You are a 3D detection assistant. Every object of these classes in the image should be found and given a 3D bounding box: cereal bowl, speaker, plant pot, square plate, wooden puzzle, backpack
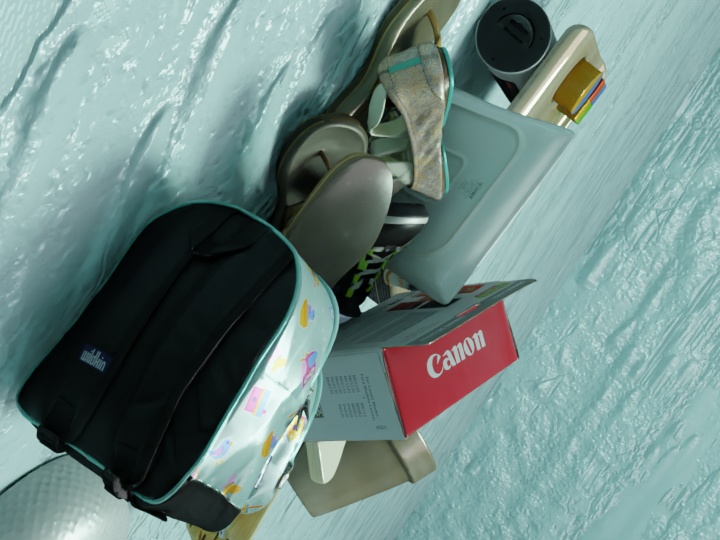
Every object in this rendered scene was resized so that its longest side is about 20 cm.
[{"bbox_3d":[-0.267,0.258,0.850,0.200,0.083,0.200,-49,164,-19],"label":"cereal bowl"},{"bbox_3d":[0.182,-0.232,1.106,0.082,0.081,0.200,-55,164,7],"label":"speaker"},{"bbox_3d":[-0.024,0.228,1.332,0.173,0.201,0.200,-33,161,-7],"label":"plant pot"},{"bbox_3d":[0.077,-0.087,0.970,0.201,0.198,0.028,-52,131,-4],"label":"square plate"},{"bbox_3d":[0.209,-0.164,1.102,0.186,0.046,0.200,-53,164,12],"label":"wooden puzzle"},{"bbox_3d":[-0.109,0.060,0.702,0.153,0.175,0.201,38,77,-54],"label":"backpack"}]

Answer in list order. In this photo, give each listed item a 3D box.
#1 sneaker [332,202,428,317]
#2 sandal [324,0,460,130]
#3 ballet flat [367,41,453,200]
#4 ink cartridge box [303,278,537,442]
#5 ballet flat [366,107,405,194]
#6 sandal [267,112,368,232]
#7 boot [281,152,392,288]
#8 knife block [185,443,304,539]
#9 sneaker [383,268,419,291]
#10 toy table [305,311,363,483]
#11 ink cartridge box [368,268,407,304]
[{"bbox_3d":[0.000,0.000,0.932,0.071,0.084,0.200,-2,162,-36],"label":"sneaker"},{"bbox_3d":[0.032,-0.165,0.867,0.201,0.054,0.080,-54,163,5],"label":"sandal"},{"bbox_3d":[0.039,-0.119,0.844,0.067,0.069,0.201,-14,151,-3],"label":"ballet flat"},{"bbox_3d":[0.053,0.079,0.912,0.174,0.085,0.199,-9,-170,41],"label":"ink cartridge box"},{"bbox_3d":[0.037,-0.121,0.949,0.200,0.072,0.072,-48,163,-20],"label":"ballet flat"},{"bbox_3d":[-0.043,-0.049,0.861,0.081,0.055,0.201,-3,137,-37],"label":"sandal"},{"bbox_3d":[-0.041,-0.025,0.793,0.073,0.076,0.201,9,131,-28],"label":"boot"},{"bbox_3d":[-0.111,0.235,1.092,0.174,0.200,0.064,6,124,-37],"label":"knife block"},{"bbox_3d":[0.060,-0.074,1.054,0.079,0.079,0.202,65,25,-63],"label":"sneaker"},{"bbox_3d":[-0.024,0.124,1.095,0.199,0.186,0.117,-11,-173,42],"label":"toy table"},{"bbox_3d":[0.076,-0.059,1.177,0.200,0.075,0.165,-49,165,-12],"label":"ink cartridge box"}]
